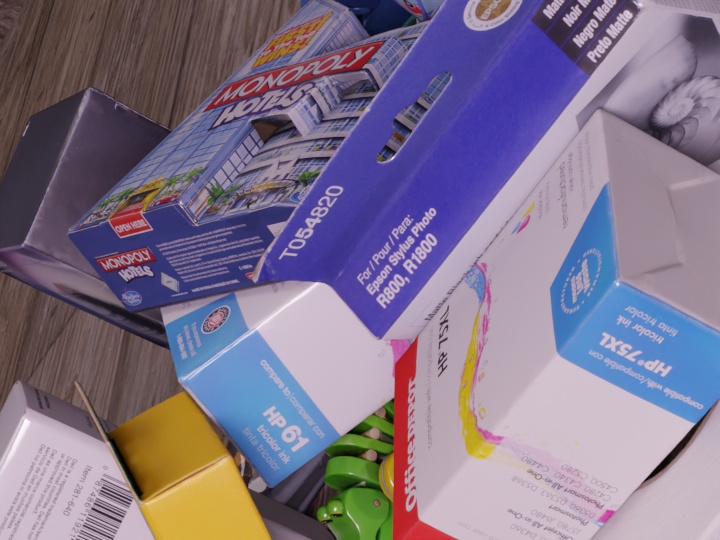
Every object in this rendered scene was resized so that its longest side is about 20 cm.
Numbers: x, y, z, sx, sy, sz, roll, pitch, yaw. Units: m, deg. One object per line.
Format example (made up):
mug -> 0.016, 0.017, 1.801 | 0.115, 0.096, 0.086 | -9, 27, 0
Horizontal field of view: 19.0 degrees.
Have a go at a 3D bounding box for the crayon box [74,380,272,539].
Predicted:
crayon box -> -0.068, 0.143, 1.057 | 0.051, 0.201, 0.126 | -28, 16, -8

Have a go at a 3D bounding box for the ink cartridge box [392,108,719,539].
ink cartridge box -> 0.070, 0.050, 0.868 | 0.200, 0.067, 0.117 | -53, 20, 32

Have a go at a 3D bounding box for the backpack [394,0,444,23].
backpack -> 0.008, -0.219, 1.157 | 0.134, 0.200, 0.183 | -36, 33, 0

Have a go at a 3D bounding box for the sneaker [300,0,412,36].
sneaker -> -0.007, -0.127, 1.355 | 0.200, 0.076, 0.112 | 86, -162, -67

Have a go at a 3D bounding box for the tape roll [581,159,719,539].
tape roll -> 0.136, 0.046, 0.858 | 0.203, 0.037, 0.203 | -54, 20, 30

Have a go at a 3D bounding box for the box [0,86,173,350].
box -> -0.147, -0.023, 1.493 | 0.124, 0.197, 0.200 | -66, 17, -10

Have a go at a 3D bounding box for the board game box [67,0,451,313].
board game box -> -0.025, -0.076, 1.111 | 0.199, 0.062, 0.200 | -12, 33, 48

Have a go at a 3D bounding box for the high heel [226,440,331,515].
high heel -> -0.065, 0.087, 1.307 | 0.143, 0.071, 0.200 | -52, 29, 15

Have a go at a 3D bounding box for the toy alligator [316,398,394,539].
toy alligator -> 0.002, 0.114, 1.113 | 0.059, 0.054, 0.201 | -35, 33, 57

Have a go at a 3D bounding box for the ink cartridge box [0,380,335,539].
ink cartridge box -> -0.127, 0.172, 1.166 | 0.146, 0.199, 0.084 | -63, 15, 3

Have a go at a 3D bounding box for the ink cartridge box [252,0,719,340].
ink cartridge box -> 0.081, -0.048, 0.905 | 0.200, 0.199, 0.041 | -53, 54, 31

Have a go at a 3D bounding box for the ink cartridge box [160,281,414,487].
ink cartridge box -> 0.000, 0.000, 1.119 | 0.200, 0.085, 0.145 | -38, 22, 4

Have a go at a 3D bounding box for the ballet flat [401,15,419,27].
ballet flat -> 0.087, -0.193, 1.273 | 0.200, 0.070, 0.068 | -53, 20, 31
